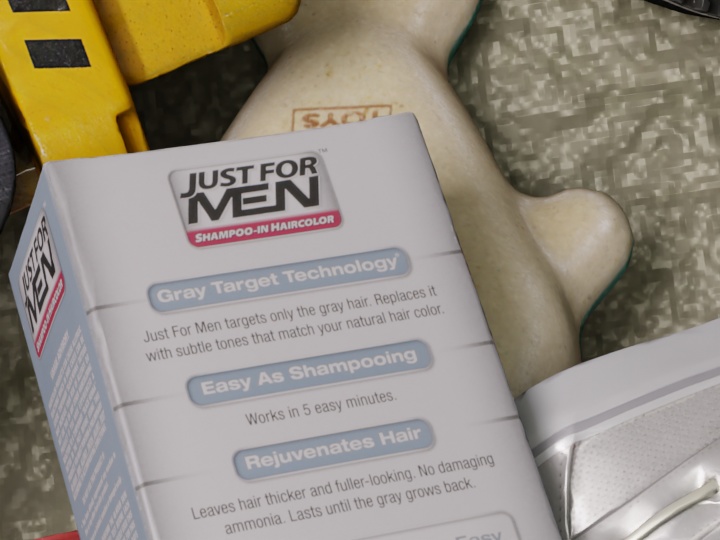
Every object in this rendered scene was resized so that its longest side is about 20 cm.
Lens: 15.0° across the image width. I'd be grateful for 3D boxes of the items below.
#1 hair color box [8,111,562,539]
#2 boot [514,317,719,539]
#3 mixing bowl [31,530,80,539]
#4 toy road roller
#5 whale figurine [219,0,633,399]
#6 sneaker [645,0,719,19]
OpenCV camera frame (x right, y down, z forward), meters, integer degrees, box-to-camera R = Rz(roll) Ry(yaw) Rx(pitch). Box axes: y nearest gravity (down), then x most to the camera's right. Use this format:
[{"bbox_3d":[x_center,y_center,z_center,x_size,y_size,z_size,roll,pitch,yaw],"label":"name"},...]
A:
[{"bbox_3d":[-0.010,0.067,0.654,0.099,0.061,0.201,-9,66,-21],"label":"hair color box"},{"bbox_3d":[0.135,0.051,0.700,0.199,0.074,0.096,-22,63,-12],"label":"boot"},{"bbox_3d":[-0.091,0.133,0.729,0.199,0.200,0.109,-18,80,6],"label":"mixing bowl"},{"bbox_3d":[-0.104,-0.100,0.729,0.145,0.123,0.201,-23,102,-8],"label":"toy road roller"},{"bbox_3d":[0.000,0.000,0.790,0.158,0.104,0.201,-4,61,6],"label":"whale figurine"},{"bbox_3d":[0.045,-0.126,0.794,0.199,0.090,0.070,17,92,-20],"label":"sneaker"}]
